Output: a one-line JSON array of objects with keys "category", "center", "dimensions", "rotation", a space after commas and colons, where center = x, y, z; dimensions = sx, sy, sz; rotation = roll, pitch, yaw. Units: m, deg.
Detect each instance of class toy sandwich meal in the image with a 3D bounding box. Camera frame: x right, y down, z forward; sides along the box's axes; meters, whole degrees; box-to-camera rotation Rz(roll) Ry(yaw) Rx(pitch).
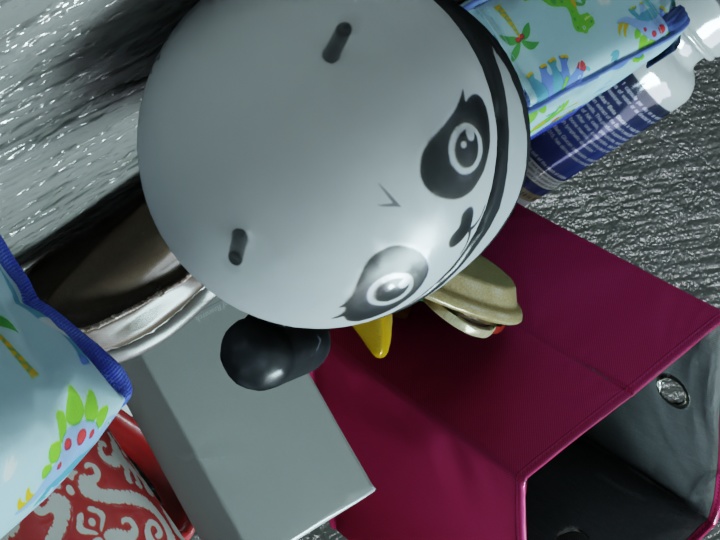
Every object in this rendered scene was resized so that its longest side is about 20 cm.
[{"category": "toy sandwich meal", "center": [0.000, 0.000, 0.885], "dimensions": [0.071, 0.204, 0.205], "rotation": [-63, 172, 9]}]

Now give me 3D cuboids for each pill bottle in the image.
[{"category": "pill bottle", "center": [0.162, -0.140, 1.032], "dimensions": [0.199, 0.112, 0.111], "rotation": [-33, 178, 24]}]

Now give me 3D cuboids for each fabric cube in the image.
[{"category": "fabric cube", "center": [0.105, 0.106, 0.983], "dimensions": [0.199, 0.199, 0.197], "rotation": [-32, 134, -28]}]

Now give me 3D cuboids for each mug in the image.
[{"category": "mug", "center": [-0.193, 0.136, 0.901], "dimensions": [0.133, 0.201, 0.178], "rotation": [-33, 179, 1]}]

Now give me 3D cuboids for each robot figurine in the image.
[{"category": "robot figurine", "center": [-0.001, -0.045, 0.530], "dimensions": [0.124, 0.151, 0.200], "rotation": [-17, -178, 13]}]

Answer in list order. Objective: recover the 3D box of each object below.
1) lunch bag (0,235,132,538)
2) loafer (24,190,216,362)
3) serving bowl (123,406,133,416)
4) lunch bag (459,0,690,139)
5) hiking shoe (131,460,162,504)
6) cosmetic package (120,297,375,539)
[{"category": "lunch bag", "center": [-0.195, 0.074, 0.438], "dimensions": [0.200, 0.128, 0.170], "rotation": [-44, 174, 22]}, {"category": "loafer", "center": [-0.092, -0.024, 0.741], "dimensions": [0.199, 0.073, 0.071], "rotation": [-31, 144, -10]}, {"category": "serving bowl", "center": [-0.107, 0.055, 1.051], "dimensions": [0.198, 0.066, 0.200], "rotation": [-16, 154, -8]}, {"category": "lunch bag", "center": [0.086, -0.118, 0.884], "dimensions": [0.199, 0.083, 0.161], "rotation": [-30, 180, -32]}, {"category": "hiking shoe", "center": [-0.097, 0.144, 1.111], "dimensions": [0.199, 0.075, 0.086], "rotation": [-15, 173, 37]}, {"category": "cosmetic package", "center": [-0.084, 0.064, 0.835], "dimensions": [0.090, 0.201, 0.107], "rotation": [-31, 179, -22]}]
